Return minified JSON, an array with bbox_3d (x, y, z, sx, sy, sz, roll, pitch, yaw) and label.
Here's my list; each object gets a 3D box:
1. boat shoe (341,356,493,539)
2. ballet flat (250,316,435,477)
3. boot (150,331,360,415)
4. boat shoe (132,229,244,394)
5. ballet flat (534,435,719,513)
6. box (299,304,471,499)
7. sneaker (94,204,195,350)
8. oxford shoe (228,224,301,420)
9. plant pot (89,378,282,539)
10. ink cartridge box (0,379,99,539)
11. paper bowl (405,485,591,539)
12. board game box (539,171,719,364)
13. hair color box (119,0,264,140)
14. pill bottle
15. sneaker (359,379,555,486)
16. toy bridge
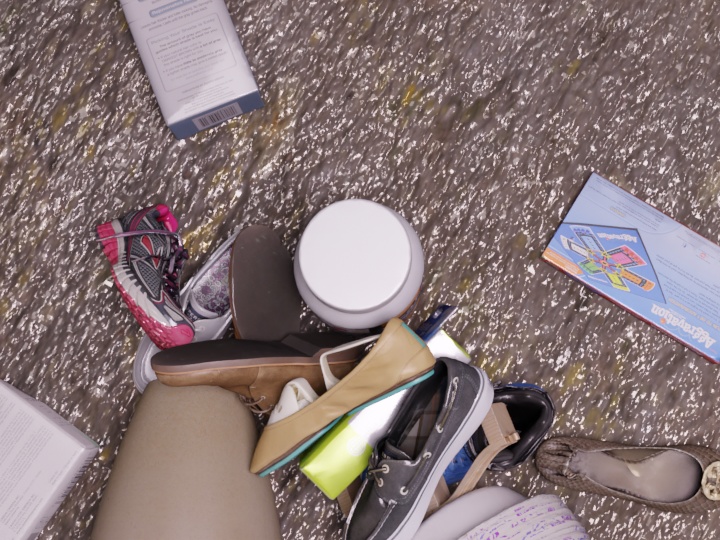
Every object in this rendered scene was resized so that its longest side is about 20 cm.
[{"bbox_3d":[0.036,0.160,0.907,0.057,0.069,0.200,33,91,-36],"label":"boat shoe"},{"bbox_3d":[-0.027,0.105,0.910,0.200,0.069,0.063,-34,87,19],"label":"ballet flat"},{"bbox_3d":[-0.090,0.099,0.943,0.200,0.074,0.076,1,103,-33],"label":"boot"},{"bbox_3d":[-0.153,0.040,1.038,0.072,0.069,0.200,44,86,7],"label":"boat shoe"},{"bbox_3d":[0.266,0.191,1.013,0.199,0.046,0.068,9,83,3],"label":"ballet flat"},{"bbox_3d":[0.026,0.117,0.993,0.200,0.122,0.048,-45,92,-3],"label":"box"},{"bbox_3d":[-0.193,-0.001,1.000,0.075,0.081,0.200,-28,43,-6],"label":"sneaker"},{"bbox_3d":[-0.095,0.054,1.012,0.071,0.071,0.201,-14,103,-27],"label":"oxford shoe"},{"bbox_3d":[-0.156,0.205,0.976,0.187,0.187,0.200,-1,68,2],"label":"plant pot"},{"bbox_3d":[-0.383,0.182,1.042,0.200,0.050,0.161,34,85,10],"label":"ink cartridge box"},{"bbox_3d":[0.103,0.268,0.935,0.201,0.201,0.104,-36,60,-3],"label":"paper bowl"},{"bbox_3d":[0.289,-0.003,1.053,0.200,0.019,0.103,32,83,6],"label":"board game box"},{"bbox_3d":[-0.180,-0.246,1.084,0.099,0.061,0.200,-22,83,-1],"label":"hair color box"},{"bbox_3d":[0.000,0.000,0.972,0.116,0.200,0.117,0,83,2],"label":"pill bottle"},{"bbox_3d":[0.089,0.161,0.991,0.200,0.111,0.077,-22,82,-1],"label":"sneaker"},{"bbox_3d":[0.062,0.185,0.953,0.200,0.027,0.067,-32,69,32],"label":"toy bridge"}]
